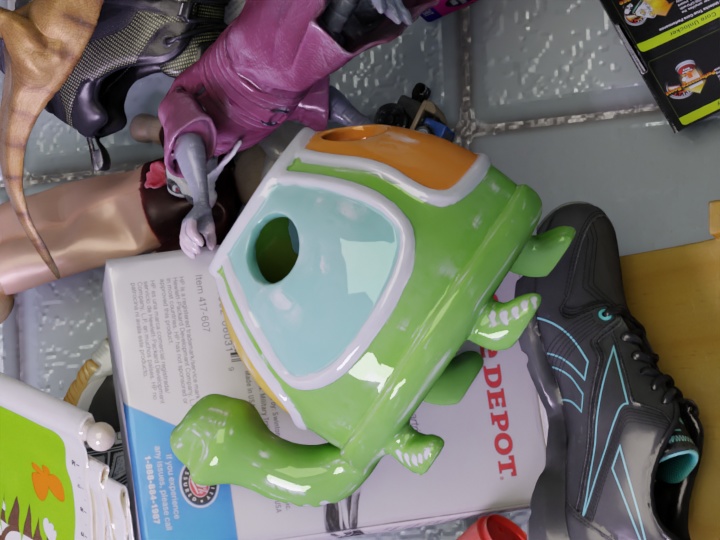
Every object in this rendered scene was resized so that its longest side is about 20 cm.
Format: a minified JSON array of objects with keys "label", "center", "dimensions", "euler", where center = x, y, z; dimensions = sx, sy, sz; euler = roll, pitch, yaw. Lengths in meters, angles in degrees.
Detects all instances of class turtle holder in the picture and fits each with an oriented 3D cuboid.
[{"label":"turtle holder","center":[-0.001,0.016,1.335],"dimensions":[0.132,0.141,0.186],"euler":[34,134,-1]}]

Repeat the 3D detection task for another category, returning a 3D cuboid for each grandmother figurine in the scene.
[{"label":"grandmother figurine","center":[-0.104,-0.034,1.520],"dimensions":[0.200,0.061,0.121],"euler":[-14,59,15]}]

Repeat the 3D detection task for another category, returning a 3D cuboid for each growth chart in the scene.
[{"label":"growth chart","center":[-0.152,0.142,1.431],"dimensions":[0.145,0.018,0.200],"euler":[9,114,43]}]

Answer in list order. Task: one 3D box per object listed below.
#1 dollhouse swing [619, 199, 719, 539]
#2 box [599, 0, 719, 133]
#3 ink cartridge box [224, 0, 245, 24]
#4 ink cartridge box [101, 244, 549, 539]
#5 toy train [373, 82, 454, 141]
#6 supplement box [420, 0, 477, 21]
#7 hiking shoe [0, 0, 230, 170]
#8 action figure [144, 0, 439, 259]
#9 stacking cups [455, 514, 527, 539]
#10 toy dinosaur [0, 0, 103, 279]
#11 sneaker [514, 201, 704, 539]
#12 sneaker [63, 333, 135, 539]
[{"label":"dollhouse swing","center":[0.214,0.075,1.415],"dimensions":[0.182,0.176,0.200],"euler":[4,79,-24]},{"label":"box","center":[0.196,-0.184,1.391],"dimensions":[0.200,0.193,0.048],"euler":[-27,39,12]},{"label":"ink cartridge box","center":[-0.088,-0.185,1.547],"dimensions":[0.109,0.050,0.200],"euler":[-44,73,7]},{"label":"ink cartridge box","center":[-0.017,0.058,1.427],"dimensions":[0.200,0.084,0.146],"euler":[-7,82,-7]},{"label":"toy train","center":[0.000,0.000,1.496],"dimensions":[0.046,0.034,0.200],"euler":[23,88,16]},{"label":"supplement box","center":[0.092,-0.217,1.468],"dimensions":[0.200,0.101,0.103],"euler":[-25,74,13]},{"label":"hiking shoe","center":[-0.089,-0.145,1.485],"dimensions":[0.200,0.076,0.101],"euler":[-45,81,17]},{"label":"action figure","center":[-0.052,-0.100,1.405],"dimensions":[0.200,0.134,0.149],"euler":[-40,78,38]},{"label":"stacking cups","center":[0.009,0.196,1.412],"dimensions":[0.200,0.060,0.061],"euler":[-45,70,26]},{"label":"toy dinosaur","center":[-0.161,-0.106,1.443],"dimensions":[0.106,0.060,0.200],"euler":[30,104,15]},{"label":"sneaker","center":[0.123,0.062,1.375],"dimensions":[0.079,0.075,0.200],"euler":[-13,71,31]},{"label":"sneaker","center":[-0.119,0.107,1.501],"dimensions":[0.088,0.076,0.200],"euler":[30,100,13]}]
